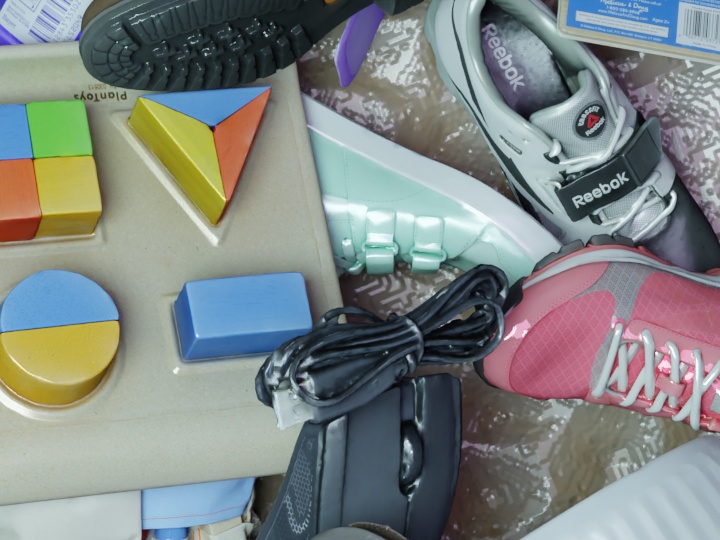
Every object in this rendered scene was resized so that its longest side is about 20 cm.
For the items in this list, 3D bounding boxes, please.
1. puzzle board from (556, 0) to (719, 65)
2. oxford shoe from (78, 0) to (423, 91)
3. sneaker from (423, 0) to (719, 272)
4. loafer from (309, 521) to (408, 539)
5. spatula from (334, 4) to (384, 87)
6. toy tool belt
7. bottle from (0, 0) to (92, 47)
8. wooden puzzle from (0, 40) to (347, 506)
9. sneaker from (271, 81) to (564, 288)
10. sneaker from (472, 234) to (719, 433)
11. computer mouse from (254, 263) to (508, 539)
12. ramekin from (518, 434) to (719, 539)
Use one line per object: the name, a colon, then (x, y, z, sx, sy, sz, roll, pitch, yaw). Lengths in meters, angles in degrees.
puzzle board: (0.192, -0.156, 1.295, 0.198, 0.017, 0.152, 9, 64, -5)
oxford shoe: (-0.044, -0.139, 1.221, 0.199, 0.073, 0.085, -25, 60, -25)
sneaker: (0.101, -0.053, 1.286, 0.074, 0.089, 0.200, -40, 93, -4)
loafer: (-0.001, 0.179, 1.181, 0.073, 0.071, 0.201, 25, 131, 22)
spatula: (0.045, -0.170, 1.301, 0.020, 0.057, 0.200, 36, 78, 15)
toy tool belt: (-0.092, 0.122, 1.269, 0.198, 0.125, 0.124, 2, 109, -19)
bottle: (-0.110, -0.174, 1.239, 0.083, 0.065, 0.201, 41, 115, 17)
wooden puzzle: (-0.097, -0.008, 1.200, 0.184, 0.046, 0.202, -5, 74, -19)
sneaker: (0.000, 0.000, 1.285, 0.199, 0.074, 0.119, 26, 82, 7)
sneaker: (0.148, 0.037, 1.249, 0.199, 0.087, 0.074, -1, 125, -27)
computer mouse: (0.002, 0.099, 1.185, 0.138, 0.201, 0.053, -21, 51, -39)
ramekin: (0.115, 0.154, 1.237, 0.202, 0.202, 0.095, -31, 80, -3)
